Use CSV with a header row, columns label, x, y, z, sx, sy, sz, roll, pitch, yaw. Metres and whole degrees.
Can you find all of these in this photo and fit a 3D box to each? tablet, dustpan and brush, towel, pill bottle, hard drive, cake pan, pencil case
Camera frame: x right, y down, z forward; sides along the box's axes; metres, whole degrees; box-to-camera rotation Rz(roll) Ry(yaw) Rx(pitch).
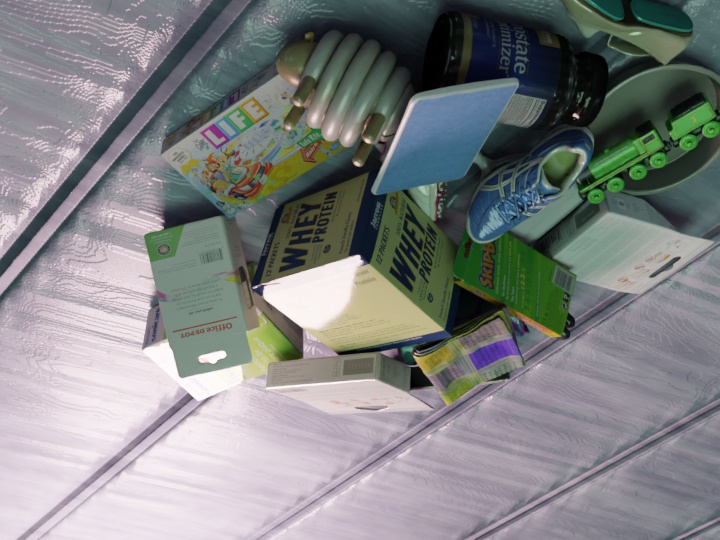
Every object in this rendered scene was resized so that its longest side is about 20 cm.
label,x,y,z,sx,sy,sz,roll,pitch,yaw
tablet,0.090,-0.149,0.979,0.129,0.014,0.200,-13,158,-19
dustpan and brush,0.193,-0.120,1.153,0.199,0.058,0.139,25,126,-35
towel,0.158,0.124,1.220,0.143,0.023,0.200,-26,146,3
pill bottle,0.179,-0.226,0.999,0.198,0.113,0.112,8,133,-12
hard drive,0.130,0.168,1.377,0.198,0.038,0.140,-5,173,-2
cake pan,0.377,-0.185,1.105,0.198,0.037,0.202,-2,134,-2
pencil case,0.152,0.083,1.317,0.198,0.085,0.093,-15,121,11

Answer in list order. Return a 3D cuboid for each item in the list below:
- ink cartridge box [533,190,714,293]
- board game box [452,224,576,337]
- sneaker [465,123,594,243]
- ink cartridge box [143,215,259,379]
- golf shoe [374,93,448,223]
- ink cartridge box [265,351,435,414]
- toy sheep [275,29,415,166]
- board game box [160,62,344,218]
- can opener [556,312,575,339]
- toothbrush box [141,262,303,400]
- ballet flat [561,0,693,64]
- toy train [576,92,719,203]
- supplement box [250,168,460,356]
label,x,y,z,sx,sy,sz,roll,pitch,yaw
ink cartridge box,0.374,-0.037,1.229,0.198,0.048,0.160,11,145,-24
board game box,0.208,0.007,1.176,0.199,0.096,0.030,29,158,-25
sneaker,0.208,-0.107,1.080,0.076,0.077,0.200,42,111,-10
ink cartridge box,-0.210,0.036,1.175,0.116,0.067,0.202,-12,90,9
golf shoe,0.067,-0.145,1.109,0.090,0.076,0.201,3,134,14
ink cartridge box,-0.012,0.172,1.286,0.198,0.045,0.176,-8,156,31
toy sheep,-0.006,-0.201,0.988,0.199,0.138,0.138,30,128,-5
board game box,-0.134,-0.162,1.091,0.199,0.034,0.134,-29,129,22
can opener,0.224,0.030,1.239,0.200,0.063,0.079,43,146,3
toothbrush box,-0.205,0.096,1.303,0.198,0.087,0.146,-22,132,18
ballet flat,0.289,-0.287,0.985,0.198,0.070,0.070,16,131,-19
toy train,0.356,-0.153,1.083,0.199,0.042,0.056,-31,119,24
supplement box,0.000,0.000,1.152,0.199,0.135,0.200,-16,137,39
